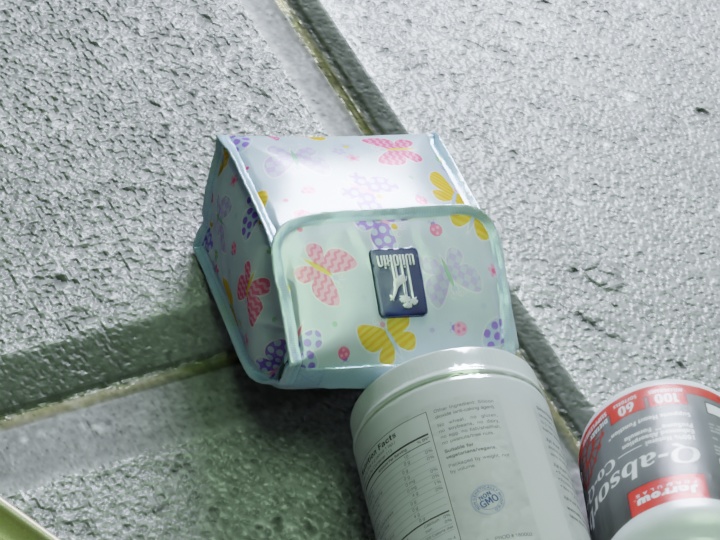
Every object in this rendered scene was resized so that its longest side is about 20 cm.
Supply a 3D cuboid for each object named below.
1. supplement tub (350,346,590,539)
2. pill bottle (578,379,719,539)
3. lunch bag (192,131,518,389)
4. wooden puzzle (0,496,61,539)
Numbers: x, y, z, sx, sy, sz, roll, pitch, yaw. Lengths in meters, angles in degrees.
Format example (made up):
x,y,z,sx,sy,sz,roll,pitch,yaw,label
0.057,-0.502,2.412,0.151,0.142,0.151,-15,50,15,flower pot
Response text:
x,y,z,sx,sy,sz,roll,pitch,yaw,label
0.075,0.163,1.723,0.132,0.132,0.200,1,51,-20,supplement tub
0.204,0.168,1.746,0.116,0.116,0.200,13,31,-11,pill bottle
0.000,0.000,1.820,0.169,0.127,0.200,-1,40,-21,lunch bag
-0.255,0.206,1.623,0.185,0.037,0.200,34,48,9,wooden puzzle
